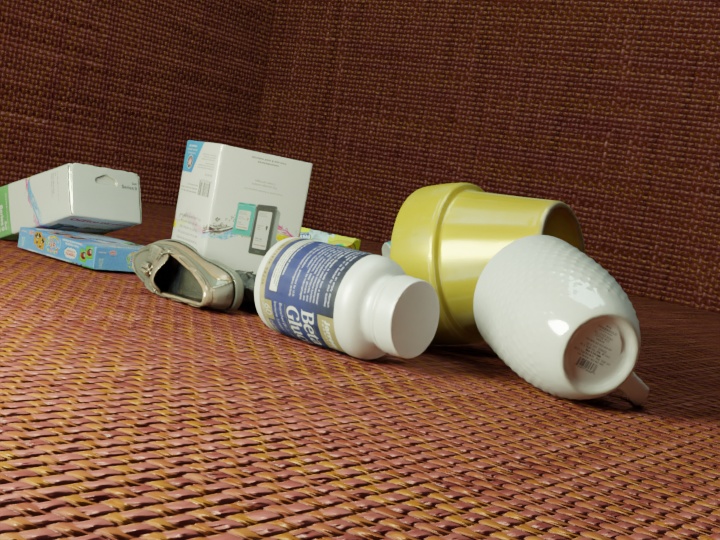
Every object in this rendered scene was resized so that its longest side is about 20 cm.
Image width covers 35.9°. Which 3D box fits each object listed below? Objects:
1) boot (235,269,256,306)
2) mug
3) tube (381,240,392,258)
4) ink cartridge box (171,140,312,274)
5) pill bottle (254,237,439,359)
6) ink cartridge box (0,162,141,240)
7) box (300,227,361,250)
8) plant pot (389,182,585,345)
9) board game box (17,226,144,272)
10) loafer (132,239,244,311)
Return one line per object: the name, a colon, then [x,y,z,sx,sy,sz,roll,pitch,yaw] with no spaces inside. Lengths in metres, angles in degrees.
boot: [-0.127,0.027,1.413,0.129,0.071,0.200,9,-8,8]
mug: [0.234,0.073,1.188,0.199,0.148,0.175,40,4,-22]
tube: [0.127,-0.036,1.510,0.197,0.051,0.078,-15,-27,-19]
ink cartridge box: [-0.176,-0.070,1.583,0.144,0.204,0.146,9,4,-29]
pill bottle: [-0.014,0.033,1.206,0.198,0.113,0.110,13,6,42]
ink cartridge box: [-0.465,-0.103,1.763,0.198,0.089,0.144,-13,-10,36]
box: [-0.102,-0.024,1.786,0.196,0.049,0.118,13,-30,3]
plant pot: [0.165,-0.010,1.358,0.186,0.205,0.199,-3,-4,36]
board game box: [-0.396,-0.030,1.671,0.198,0.037,0.150,14,6,41]
loafer: [-0.232,0.005,1.403,0.198,0.073,0.062,17,15,39]
